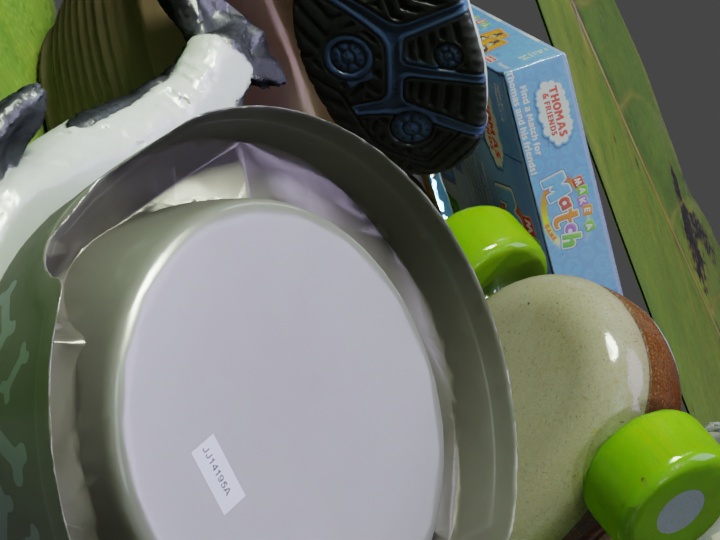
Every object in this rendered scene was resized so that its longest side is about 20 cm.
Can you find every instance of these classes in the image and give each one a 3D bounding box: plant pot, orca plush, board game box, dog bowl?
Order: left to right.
[{"bbox_3d":[-0.106,-0.025,0.791,0.105,0.071,0.200,51,48,-37],"label":"orca plush"},{"bbox_3d":[-0.067,-0.066,0.952,0.201,0.093,0.201,-18,90,-76],"label":"plant pot"},{"bbox_3d":[-0.037,0.051,0.744,0.200,0.059,0.200,14,70,-43],"label":"dog bowl"},{"bbox_3d":[0.067,-0.054,1.182,0.200,0.037,0.152,-134,-153,-66],"label":"board game box"}]

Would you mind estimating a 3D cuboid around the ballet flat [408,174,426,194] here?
[{"bbox_3d":[0.041,0.020,1.235,0.065,0.070,0.200,18,46,-65],"label":"ballet flat"}]

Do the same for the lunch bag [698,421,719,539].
[{"bbox_3d":[0.209,0.187,1.255,0.168,0.139,0.200,62,-3,29],"label":"lunch bag"}]

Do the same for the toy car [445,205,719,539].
[{"bbox_3d":[0.103,0.091,1.003,0.200,0.158,0.164,22,22,-47],"label":"toy car"}]

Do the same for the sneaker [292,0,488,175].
[{"bbox_3d":[0.003,-0.132,0.952,0.077,0.076,0.200,-71,142,-60],"label":"sneaker"}]

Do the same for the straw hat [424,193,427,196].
[{"bbox_3d":[0.000,0.000,1.129,0.201,0.085,0.201,-17,90,-76],"label":"straw hat"}]

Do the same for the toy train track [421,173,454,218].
[{"bbox_3d":[0.054,-0.023,1.140,0.115,0.032,0.200,85,-12,-70],"label":"toy train track"}]
